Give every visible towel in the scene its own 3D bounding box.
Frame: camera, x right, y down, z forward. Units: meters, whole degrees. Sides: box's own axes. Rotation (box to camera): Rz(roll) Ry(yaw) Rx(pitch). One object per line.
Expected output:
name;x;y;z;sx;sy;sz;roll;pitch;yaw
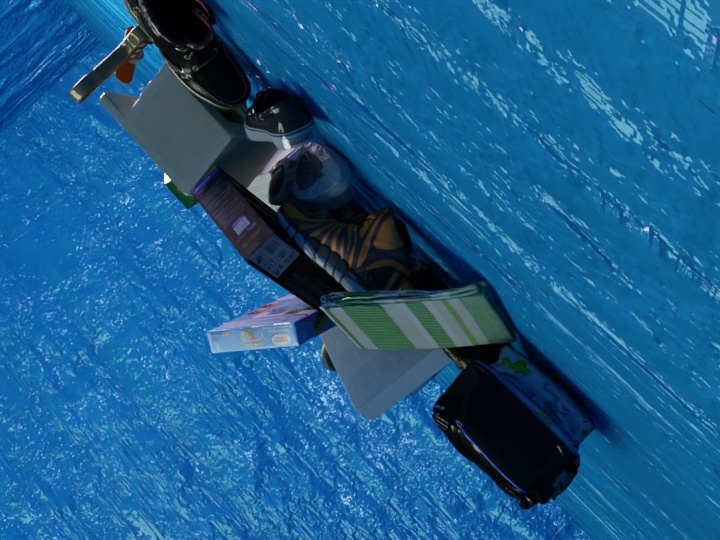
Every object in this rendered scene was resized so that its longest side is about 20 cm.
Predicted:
towel;0.069;0.057;1.307;0.153;0.200;0.023;52;-142;-56

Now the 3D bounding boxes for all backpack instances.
backpack;0.198;0.197;1.369;0.183;0.147;0.200;43;174;19

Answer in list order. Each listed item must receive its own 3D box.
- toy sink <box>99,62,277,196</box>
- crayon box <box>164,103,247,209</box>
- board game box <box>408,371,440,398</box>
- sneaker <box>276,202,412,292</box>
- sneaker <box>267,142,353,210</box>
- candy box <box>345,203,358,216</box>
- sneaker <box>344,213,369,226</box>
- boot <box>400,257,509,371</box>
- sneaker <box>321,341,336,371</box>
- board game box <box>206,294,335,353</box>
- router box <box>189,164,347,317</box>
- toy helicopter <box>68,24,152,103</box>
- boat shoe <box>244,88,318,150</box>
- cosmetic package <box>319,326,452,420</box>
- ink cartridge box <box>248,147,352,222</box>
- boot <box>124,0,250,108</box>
toy sink;-0.228;-0.204;1.488;0.200;0.112;0.130;47;-161;18
crayon box;-0.229;-0.195;1.649;0.058;0.119;0.200;50;-161;-38
board game box;0.065;0.088;1.750;0.200;0.134;0.034;48;179;-21
sneaker;-0.009;-0.046;1.374;0.200;0.112;0.078;41;-177;25
sneaker;-0.046;-0.118;1.449;0.099;0.078;0.200;12;176;-24
candy box;-0.050;-0.087;1.746;0.200;0.061;0.136;46;175;-2
sneaker;0.000;0.000;1.516;0.114;0.076;0.200;55;-146;-28
boot;0.120;0.070;1.480;0.151;0.073;0.200;48;-177;37
sneaker;0.029;0.095;1.675;0.074;0.200;0.081;57;-175;-20
board game box;-0.095;0.067;1.556;0.200;0.151;0.037;-27;-74;-56
router box;-0.114;-0.036;1.439;0.157;0.052;0.200;48;-174;38
toy helicopter;-0.320;-0.296;1.495;0.079;0.200;0.132;47;159;-13
boat shoe;-0.099;-0.188;1.316;0.057;0.069;0.200;68;167;-20
cosmetic package;0.028;0.094;1.601;0.052;0.151;0.200;37;-161;-46
ink cartridge box;-0.093;-0.074;1.626;0.148;0.086;0.200;-9;121;52
boot;-0.200;-0.274;1.319;0.200;0.073;0.151;51;174;-16
